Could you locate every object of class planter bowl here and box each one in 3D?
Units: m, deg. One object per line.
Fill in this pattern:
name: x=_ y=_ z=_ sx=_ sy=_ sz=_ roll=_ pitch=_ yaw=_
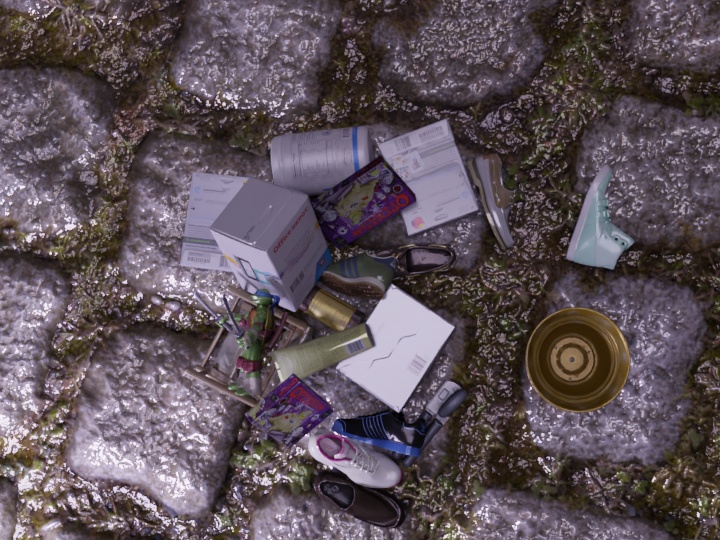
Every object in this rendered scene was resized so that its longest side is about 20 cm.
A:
planter bowl: x=0.421 y=0.175 z=1.625 sx=0.198 sy=0.083 sz=0.203 roll=-1 pitch=84 yaw=7

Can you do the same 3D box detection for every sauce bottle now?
sauce bottle: x=-0.087 y=0.067 z=1.705 sx=0.199 sy=0.065 sz=0.065 roll=30 pitch=89 yaw=10

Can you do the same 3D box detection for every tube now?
tube: x=-0.073 y=0.157 z=1.595 sx=0.198 sy=0.052 sz=0.058 roll=-22 pitch=44 yaw=7

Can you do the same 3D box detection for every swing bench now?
swing bench: x=-0.218 y=0.163 z=1.681 sx=0.199 sy=0.130 sz=0.200 roll=28 pitch=88 yaw=3

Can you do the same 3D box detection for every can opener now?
can opener: x=0.137 y=0.306 z=1.659 sx=0.053 sy=0.066 sz=0.201 roll=39 pitch=95 yaw=8

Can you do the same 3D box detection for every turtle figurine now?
turtle figurine: x=-0.238 y=0.130 z=1.551 sx=0.143 sy=0.199 sz=0.196 roll=4 pitch=91 yaw=36

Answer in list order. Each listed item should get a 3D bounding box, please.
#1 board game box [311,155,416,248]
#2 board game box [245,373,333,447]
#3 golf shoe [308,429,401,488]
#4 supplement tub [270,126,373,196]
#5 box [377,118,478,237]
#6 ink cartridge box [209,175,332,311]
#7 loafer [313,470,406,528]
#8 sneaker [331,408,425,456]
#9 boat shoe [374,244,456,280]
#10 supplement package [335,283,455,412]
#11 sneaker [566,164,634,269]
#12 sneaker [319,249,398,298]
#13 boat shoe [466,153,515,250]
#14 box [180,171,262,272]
board game box: x=-0.002 y=-0.134 z=1.665 sx=0.199 sy=0.120 sz=0.032 roll=-32 pitch=38 yaw=23
board game box: x=-0.134 y=0.277 z=1.614 sx=0.120 sy=0.200 sz=0.032 roll=-44 pitch=60 yaw=-4
golf shoe: x=-0.011 y=0.374 z=1.627 sx=0.198 sy=0.092 sz=0.076 roll=21 pitch=74 yaw=3
supplement tub: x=-0.074 y=-0.221 z=1.696 sx=0.198 sy=0.132 sz=0.134 roll=-5 pitch=84 yaw=7
box: x=0.139 y=-0.190 z=1.706 sx=0.154 sy=0.041 sz=0.202 roll=-20 pitch=82 yaw=5
ink cartridge box: x=-0.170 y=-0.052 z=1.620 sx=0.145 sy=0.201 sz=0.147 roll=21 pitch=61 yaw=27
loafer: x=-0.005 y=0.466 z=1.652 sx=0.198 sy=0.071 sz=0.074 roll=18 pitch=87 yaw=8
sneaker: x=0.038 y=0.312 z=1.652 sx=0.198 sy=0.070 sz=0.079 roll=10 pitch=79 yaw=25
boat shoe: x=0.097 y=-0.020 z=1.693 sx=0.198 sy=0.060 sz=0.073 roll=-5 pitch=85 yaw=6
supplement package: x=0.074 y=0.155 z=1.653 sx=0.155 sy=0.111 sz=0.201 roll=34 pitch=90 yaw=9
sneaker: x=0.496 y=-0.102 z=1.646 sx=0.117 sy=0.074 sz=0.203 roll=18 pitch=97 yaw=14
sneaker: x=0.000 y=0.000 z=1.669 sx=0.067 sy=0.199 sz=0.090 roll=49 pitch=65 yaw=-32
boat shoe: x=0.279 y=-0.143 z=1.676 sx=0.068 sy=0.075 sz=0.202 roll=-20 pitch=82 yaw=10
box: x=-0.292 y=-0.100 z=1.755 sx=0.154 sy=0.041 sz=0.203 roll=6 pitch=86 yaw=7
